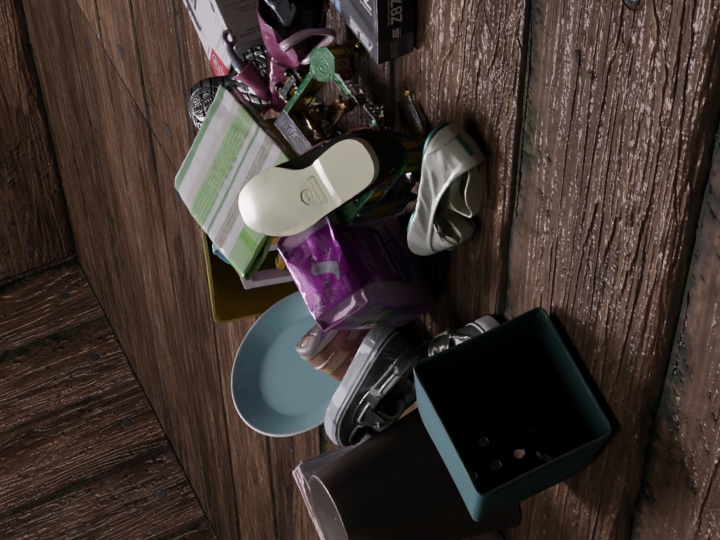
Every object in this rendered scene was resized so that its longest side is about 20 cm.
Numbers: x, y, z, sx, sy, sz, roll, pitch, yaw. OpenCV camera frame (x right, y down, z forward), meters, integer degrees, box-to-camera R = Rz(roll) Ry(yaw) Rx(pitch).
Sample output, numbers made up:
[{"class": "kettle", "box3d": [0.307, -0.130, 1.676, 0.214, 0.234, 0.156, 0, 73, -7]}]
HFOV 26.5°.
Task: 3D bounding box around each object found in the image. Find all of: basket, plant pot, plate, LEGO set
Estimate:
[{"class": "basket", "box3d": [0.054, 0.250, 1.748, 0.181, 0.199, 0.136, 62, 162, 21]}, {"class": "plant pot", "box3d": [0.141, 0.161, 1.500, 0.200, 0.140, 0.142, 88, 156, -64]}, {"class": "plant pot", "box3d": [-0.111, -0.082, 1.923, 0.201, 0.198, 0.177, 88, 168, -46]}, {"class": "plate", "box3d": [-0.069, 0.114, 1.861, 0.026, 0.200, 0.200, 45, -175, -46]}, {"class": "LEGO set", "box3d": [0.010, -0.148, 1.639, 0.200, 0.115, 0.154, 46, 126, 22]}]

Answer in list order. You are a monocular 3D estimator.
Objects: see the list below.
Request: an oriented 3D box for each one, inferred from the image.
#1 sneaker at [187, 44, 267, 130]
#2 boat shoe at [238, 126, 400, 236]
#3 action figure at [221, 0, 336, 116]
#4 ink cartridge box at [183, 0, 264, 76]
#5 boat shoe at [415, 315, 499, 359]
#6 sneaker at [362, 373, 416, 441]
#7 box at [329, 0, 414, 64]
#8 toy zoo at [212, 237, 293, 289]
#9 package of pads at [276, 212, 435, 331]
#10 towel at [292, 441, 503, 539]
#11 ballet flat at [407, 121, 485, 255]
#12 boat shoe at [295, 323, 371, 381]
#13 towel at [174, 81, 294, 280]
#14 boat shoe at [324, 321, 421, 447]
[{"class": "sneaker", "box3d": [-0.124, -0.232, 1.907, 0.199, 0.090, 0.077, -14, 87, 39]}, {"class": "boat shoe", "box3d": [-0.043, -0.090, 1.578, 0.200, 0.063, 0.074, -23, 94, 39]}, {"class": "action figure", "box3d": [-0.071, -0.236, 1.711, 0.149, 0.133, 0.201, 56, 149, 35]}, {"class": "ink cartridge box", "box3d": [-0.170, -0.353, 1.943, 0.144, 0.083, 0.201, 124, 124, -71]}, {"class": "boat shoe", "box3d": [0.107, 0.096, 1.639, 0.071, 0.063, 0.200, 69, 163, 2]}, {"class": "sneaker", "box3d": [0.036, 0.103, 1.848, 0.115, 0.075, 0.201, -45, 32, 38]}, {"class": "box", "box3d": [-0.009, -0.331, 1.535, 0.201, 0.049, 0.162, 57, 162, 35]}, {"class": "toy zoo", "box3d": [-0.078, -0.041, 1.824, 0.021, 0.198, 0.132, -107, 10, -45]}, {"class": "package of pads", "box3d": [0.000, 0.000, 1.684, 0.121, 0.075, 0.200, 61, -157, 14]}, {"class": "towel", "box3d": [0.043, 0.280, 1.821, 0.032, 0.198, 0.192, 101, 145, -57]}, {"class": "ballet flat", "box3d": [0.088, -0.064, 1.532, 0.070, 0.069, 0.201, 59, 159, 30]}, {"class": "boat shoe", "box3d": [-0.005, 0.064, 1.782, 0.072, 0.200, 0.076, 47, 131, -4]}, {"class": "towel", "box3d": [-0.135, -0.101, 1.723, 0.200, 0.031, 0.150, 50, 119, 43]}, {"class": "boat shoe", "box3d": [0.014, 0.145, 1.713, 0.071, 0.072, 0.201, 39, 141, 17]}]
